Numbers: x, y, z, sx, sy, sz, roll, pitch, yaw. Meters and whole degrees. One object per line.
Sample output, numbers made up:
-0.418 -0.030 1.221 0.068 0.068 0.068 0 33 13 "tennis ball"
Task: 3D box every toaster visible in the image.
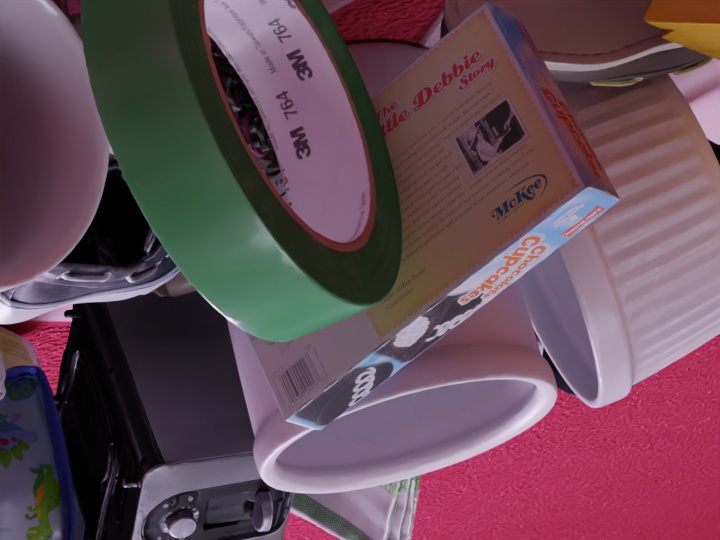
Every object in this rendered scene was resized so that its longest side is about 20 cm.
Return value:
-0.118 0.116 1.416 0.118 0.201 0.182 -3 130 -23 "toaster"

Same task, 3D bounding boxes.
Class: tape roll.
-0.050 -0.069 1.061 0.048 0.202 0.200 -24 159 21 "tape roll"

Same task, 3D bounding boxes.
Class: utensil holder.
0.000 0.000 1.289 0.169 0.201 0.170 -15 160 -5 "utensil holder"

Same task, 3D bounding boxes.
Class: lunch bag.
-0.237 0.177 1.371 0.127 0.201 0.170 -1 157 -30 "lunch bag"

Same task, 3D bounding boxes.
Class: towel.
-0.024 0.076 1.458 0.031 0.148 0.201 -38 144 -47 "towel"

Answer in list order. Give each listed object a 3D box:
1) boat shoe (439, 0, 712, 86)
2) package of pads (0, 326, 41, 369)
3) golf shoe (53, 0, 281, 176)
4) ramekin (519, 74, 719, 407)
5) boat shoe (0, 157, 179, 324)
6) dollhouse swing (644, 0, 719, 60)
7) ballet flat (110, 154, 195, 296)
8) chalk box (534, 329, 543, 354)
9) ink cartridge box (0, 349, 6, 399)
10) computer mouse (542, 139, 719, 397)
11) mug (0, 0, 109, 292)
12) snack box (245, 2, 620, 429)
0.125 -0.129 1.237 0.199 0.072 0.060 -12 158 -29 "boat shoe"
-0.297 0.075 1.455 0.153 0.069 0.200 -19 161 13 "package of pads"
-0.108 -0.091 1.161 0.092 0.073 0.200 -19 153 29 "golf shoe"
0.139 -0.033 1.328 0.104 0.201 0.200 -23 161 -6 "ramekin"
-0.122 -0.026 1.178 0.067 0.072 0.200 -25 177 31 "boat shoe"
0.270 -0.188 1.175 0.181 0.177 0.199 7 178 40 "dollhouse swing"
-0.116 -0.019 1.349 0.069 0.070 0.200 -18 161 6 "ballet flat"
0.040 0.027 1.512 0.124 0.125 0.200 0 156 -40 "chalk box"
-0.283 0.038 1.250 0.084 0.146 0.200 4 152 -41 "ink cartridge box"
0.202 0.005 1.424 0.139 0.201 0.046 10 152 28 "computer mouse"
-0.217 -0.025 1.050 0.147 0.202 0.175 -4 174 -41 "mug"
0.021 -0.025 1.157 0.200 0.117 0.037 -38 151 22 "snack box"
